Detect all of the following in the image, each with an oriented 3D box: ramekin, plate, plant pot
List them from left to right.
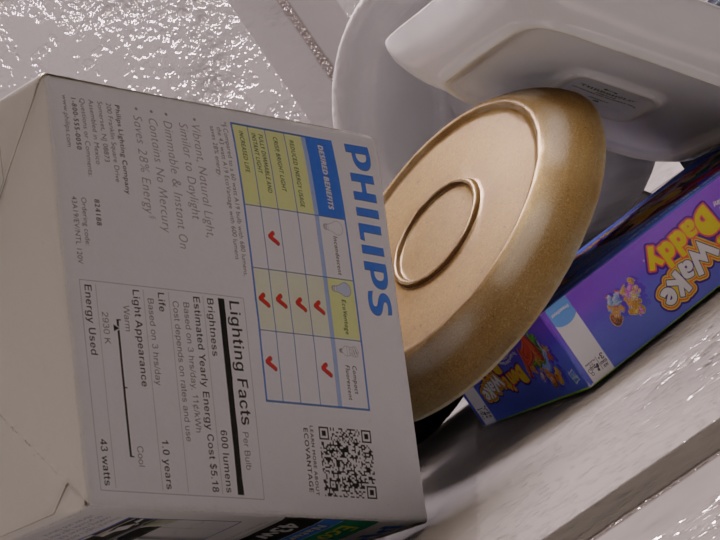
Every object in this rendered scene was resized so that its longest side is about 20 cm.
[{"bbox_3d":[0.046,-0.014,1.306,0.200,0.027,0.201,-42,28,29],"label":"plant pot"},{"bbox_3d":[0.087,-0.097,1.552,0.097,0.201,0.200,-15,-13,-47],"label":"ramekin"},{"bbox_3d":[0.130,-0.103,1.343,0.200,0.198,0.033,151,133,-69],"label":"plate"}]

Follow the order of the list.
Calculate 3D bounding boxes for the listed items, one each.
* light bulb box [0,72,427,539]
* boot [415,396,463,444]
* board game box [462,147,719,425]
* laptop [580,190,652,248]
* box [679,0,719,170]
[{"bbox_3d":[-0.091,0.034,1.180,0.199,0.199,0.124,8,-23,-42],"label":"light bulb box"},{"bbox_3d":[0.027,0.048,1.391,0.166,0.072,0.200,-44,-16,-31],"label":"boot"},{"bbox_3d":[0.148,-0.002,1.323,0.200,0.045,0.134,-36,3,-22],"label":"board game box"},{"bbox_3d":[0.079,0.017,1.663,0.199,0.116,0.187,25,49,36],"label":"laptop"},{"bbox_3d":[0.269,-0.135,1.518,0.148,0.107,0.200,-33,4,31],"label":"box"}]
